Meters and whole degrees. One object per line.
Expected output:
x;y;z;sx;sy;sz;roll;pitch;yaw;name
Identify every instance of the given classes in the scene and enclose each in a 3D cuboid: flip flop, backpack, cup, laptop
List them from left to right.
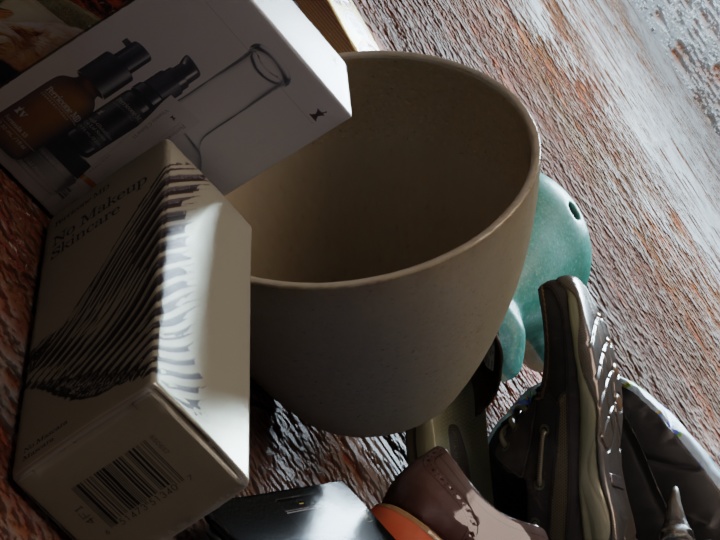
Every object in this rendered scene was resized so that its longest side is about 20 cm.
0.000;0.000;1.245;0.201;0.199;0.144;-99;180;-52;cup
0.055;0.056;1.398;0.081;0.057;0.202;3;75;-49;flip flop
0.053;0.144;1.117;0.200;0.103;0.177;46;13;16;laptop
0.156;0.158;1.463;0.200;0.163;0.154;53;8;4;backpack

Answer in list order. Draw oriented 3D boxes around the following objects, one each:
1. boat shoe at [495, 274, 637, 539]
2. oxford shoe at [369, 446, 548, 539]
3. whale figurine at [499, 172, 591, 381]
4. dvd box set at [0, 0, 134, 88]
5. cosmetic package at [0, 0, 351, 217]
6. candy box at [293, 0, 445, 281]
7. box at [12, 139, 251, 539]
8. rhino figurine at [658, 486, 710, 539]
0.113;0.102;1.388;0.074;0.073;0.202;39;44;-66;boat shoe
0.092;0.176;1.269;0.200;0.073;0.071;44;-23;-11;oxford shoe
0.104;-0.002;1.640;0.160;0.103;0.200;55;17;-13;whale figurine
-0.199;-0.127;0.920;0.200;0.146;0.030;39;27;-50;dvd box set
-0.121;-0.111;1.107;0.200;0.150;0.052;47;20;-32;cosmetic package
-0.024;-0.064;1.362;0.201;0.115;0.055;61;16;8;candy box
-0.096;0.033;1.052;0.068;0.082;0.201;48;19;-27;box
0.182;0.222;1.340;0.087;0.059;0.202;22;62;-77;rhino figurine
